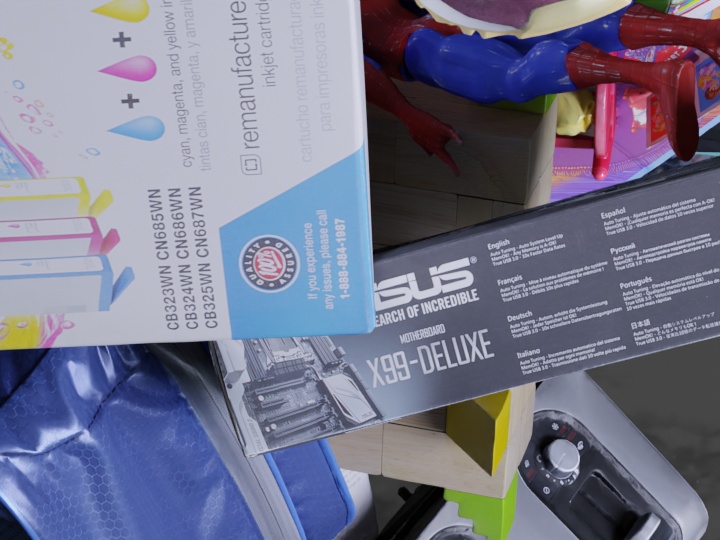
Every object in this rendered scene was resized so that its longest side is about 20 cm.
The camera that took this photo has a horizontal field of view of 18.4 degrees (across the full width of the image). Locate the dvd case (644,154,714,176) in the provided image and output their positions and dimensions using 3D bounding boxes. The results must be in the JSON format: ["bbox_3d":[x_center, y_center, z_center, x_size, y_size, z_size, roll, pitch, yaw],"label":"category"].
[{"bbox_3d":[0.143,-0.101,1.020,0.200,0.142,0.018,-45,150,-28],"label":"dvd case"}]

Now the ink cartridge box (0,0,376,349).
[{"bbox_3d":[-0.099,-0.063,0.616,0.126,0.199,0.129,-93,179,-49],"label":"ink cartridge box"}]

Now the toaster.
[{"bbox_3d":[0.047,0.166,1.048,0.181,0.119,0.200,-46,178,-38],"label":"toaster"}]

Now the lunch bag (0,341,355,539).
[{"bbox_3d":[-0.097,0.046,0.756,0.132,0.136,0.200,-49,140,-26],"label":"lunch bag"}]

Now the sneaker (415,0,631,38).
[{"bbox_3d":[0.027,-0.151,0.609,0.075,0.200,0.090,-16,138,-2],"label":"sneaker"}]

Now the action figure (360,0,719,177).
[{"bbox_3d":[0.036,-0.073,0.763,0.065,0.199,0.052,-41,133,-37],"label":"action figure"}]

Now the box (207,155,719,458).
[{"bbox_3d":[0.069,0.002,0.700,0.158,0.199,0.050,-19,93,-74],"label":"box"}]

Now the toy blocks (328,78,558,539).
[{"bbox_3d":[0.000,0.000,0.857,0.100,0.136,0.201,-56,153,-59],"label":"toy blocks"}]

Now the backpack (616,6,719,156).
[{"bbox_3d":[0.132,-0.139,0.916,0.154,0.199,0.176,-64,159,-46],"label":"backpack"}]

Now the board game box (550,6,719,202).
[{"bbox_3d":[0.058,-0.072,0.862,0.200,0.158,0.039,-37,-152,35],"label":"board game box"}]

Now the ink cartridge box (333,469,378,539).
[{"bbox_3d":[-0.070,0.063,0.932,0.161,0.050,0.201,-33,121,-41],"label":"ink cartridge box"}]

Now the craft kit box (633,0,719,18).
[{"bbox_3d":[0.065,-0.202,0.703,0.048,0.200,0.198,-32,161,-22],"label":"craft kit box"}]
